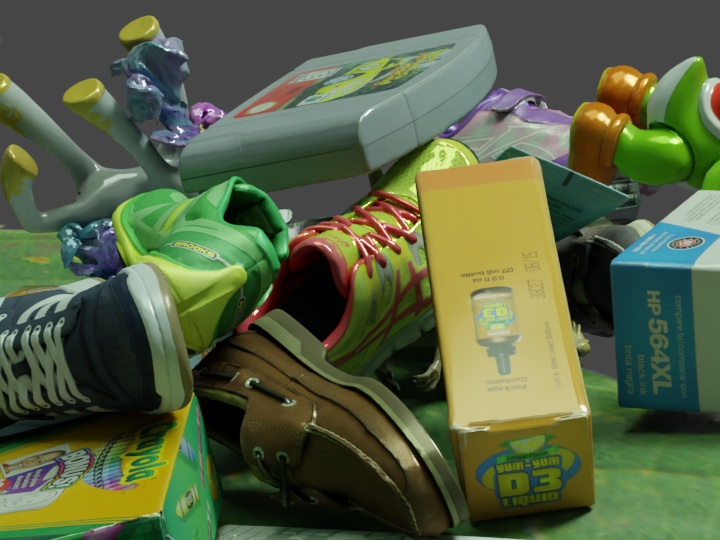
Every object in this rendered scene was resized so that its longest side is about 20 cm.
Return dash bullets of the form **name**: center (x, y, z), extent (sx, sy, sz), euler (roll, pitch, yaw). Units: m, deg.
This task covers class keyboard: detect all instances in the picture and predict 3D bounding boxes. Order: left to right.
- **keyboard**: center (0.009, 0.127, 1.225), extent (0.200, 0.011, 0.056), euler (0, 15, 29)

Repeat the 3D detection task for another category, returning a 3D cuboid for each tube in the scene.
- **tube**: center (0.067, -0.020, 1.560), extent (0.077, 0.050, 0.200), euler (17, -26, -24)

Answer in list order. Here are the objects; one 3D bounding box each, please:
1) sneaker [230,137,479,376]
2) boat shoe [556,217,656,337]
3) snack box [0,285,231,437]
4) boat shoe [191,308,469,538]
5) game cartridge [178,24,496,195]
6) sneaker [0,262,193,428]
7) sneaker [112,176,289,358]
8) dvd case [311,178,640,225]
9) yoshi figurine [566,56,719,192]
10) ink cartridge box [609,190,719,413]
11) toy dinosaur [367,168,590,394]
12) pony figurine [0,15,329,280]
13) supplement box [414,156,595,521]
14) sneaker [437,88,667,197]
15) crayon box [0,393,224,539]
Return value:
- **sneaker**: center (0.000, 0.000, 1.421), extent (0.078, 0.090, 0.200), euler (25, 65, 26)
- **boat shoe**: center (0.134, 0.007, 1.554), extent (0.065, 0.072, 0.200), euler (-15, 10, -8)
- **snack box**: center (-0.163, 0.061, 1.485), extent (0.168, 0.068, 0.200), euler (-1, 13, 26)
- **boat shoe**: center (-0.020, 0.085, 1.275), extent (0.068, 0.072, 0.200), euler (-30, 27, -16)
- **game cartridge**: center (-0.002, -0.091, 1.518), extent (0.133, 0.041, 0.200), euler (-5, 18, 25)
- **sneaker**: center (-0.150, 0.042, 1.266), extent (0.108, 0.070, 0.200), euler (-13, 3, -19)
- **sneaker**: center (-0.076, -0.006, 1.386), extent (0.084, 0.074, 0.200), euler (-29, 16, -3)
- **dvd case**: center (0.072, -0.022, 1.699), extent (0.200, 0.022, 0.146), euler (-6, -11, 1)
- **yoshi figurine**: center (0.229, -0.055, 1.591), extent (0.200, 0.113, 0.112), euler (11, -4, 24)
- **ink cartridge box**: center (0.245, 0.018, 1.380), extent (0.200, 0.084, 0.146), euler (4, 17, 26)
- **toy dinosaur**: center (0.043, 0.015, 1.494), extent (0.101, 0.058, 0.200), euler (-38, 56, -15)
- **pony figurine**: center (-0.114, -0.049, 1.606), extent (0.193, 0.200, 0.167), euler (-20, 37, 12)
- **supplement box**: center (0.069, 0.030, 1.321), extent (0.066, 0.069, 0.200), euler (-7, 37, 1)
- **sneaker**: center (0.113, -0.078, 1.723), extent (0.200, 0.089, 0.080), euler (-12, -13, 33)
- **crayon box**: center (-0.129, 0.118, 1.208), extent (0.119, 0.058, 0.200), euler (-14, 12, 3)
